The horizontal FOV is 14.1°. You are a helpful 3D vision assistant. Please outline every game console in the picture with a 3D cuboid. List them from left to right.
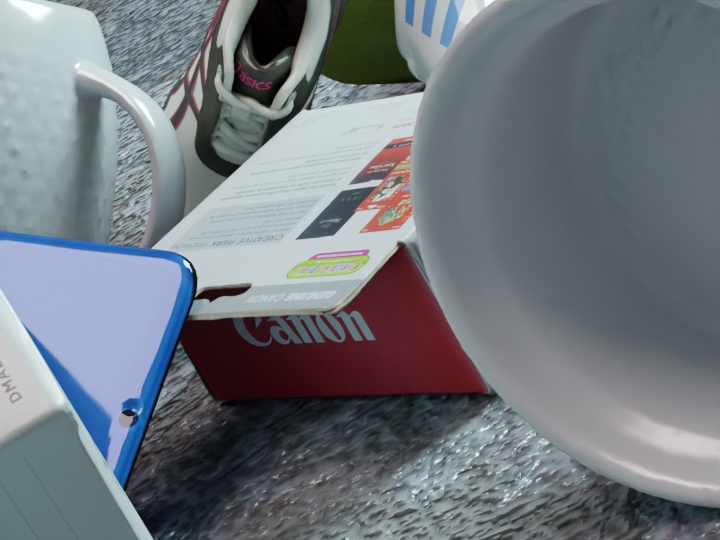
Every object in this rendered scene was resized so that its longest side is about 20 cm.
[{"bbox_3d":[-0.165,0.090,1.269,0.171,0.118,0.200,120,170,-65],"label":"game console"}]

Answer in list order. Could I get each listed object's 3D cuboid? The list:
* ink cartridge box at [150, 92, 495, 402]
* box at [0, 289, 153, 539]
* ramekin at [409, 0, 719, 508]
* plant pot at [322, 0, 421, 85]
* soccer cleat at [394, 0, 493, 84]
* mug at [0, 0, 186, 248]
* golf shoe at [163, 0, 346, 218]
[{"bbox_3d":[0.000,0.000,1.288,0.200,0.084,0.176,-5,33,52],"label":"ink cartridge box"},{"bbox_3d":[-0.182,0.059,1.107,0.131,0.199,0.200,-32,59,-6],"label":"box"},{"bbox_3d":[0.126,-0.027,1.012,0.200,0.201,0.098,-13,16,40],"label":"ramekin"},{"bbox_3d":[0.080,-0.181,1.534,0.200,0.187,0.187,11,41,39],"label":"plant pot"},{"bbox_3d":[0.061,-0.103,1.412,0.086,0.070,0.200,-44,49,38],"label":"soccer cleat"},{"bbox_3d":[-0.173,-0.049,1.462,0.200,0.176,0.148,14,6,30],"label":"mug"},{"bbox_3d":[-0.059,-0.085,1.439,0.077,0.200,0.088,18,19,1],"label":"golf shoe"}]
